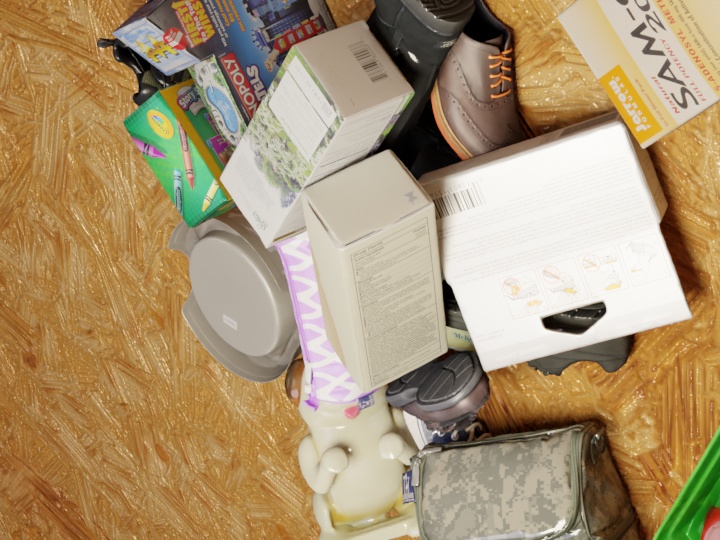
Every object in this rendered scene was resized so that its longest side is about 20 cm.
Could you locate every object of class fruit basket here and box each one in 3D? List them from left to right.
[{"bbox_3d":[0.316,0.227,1.345,0.155,0.215,0.217,40,140,21],"label":"fruit basket"}]

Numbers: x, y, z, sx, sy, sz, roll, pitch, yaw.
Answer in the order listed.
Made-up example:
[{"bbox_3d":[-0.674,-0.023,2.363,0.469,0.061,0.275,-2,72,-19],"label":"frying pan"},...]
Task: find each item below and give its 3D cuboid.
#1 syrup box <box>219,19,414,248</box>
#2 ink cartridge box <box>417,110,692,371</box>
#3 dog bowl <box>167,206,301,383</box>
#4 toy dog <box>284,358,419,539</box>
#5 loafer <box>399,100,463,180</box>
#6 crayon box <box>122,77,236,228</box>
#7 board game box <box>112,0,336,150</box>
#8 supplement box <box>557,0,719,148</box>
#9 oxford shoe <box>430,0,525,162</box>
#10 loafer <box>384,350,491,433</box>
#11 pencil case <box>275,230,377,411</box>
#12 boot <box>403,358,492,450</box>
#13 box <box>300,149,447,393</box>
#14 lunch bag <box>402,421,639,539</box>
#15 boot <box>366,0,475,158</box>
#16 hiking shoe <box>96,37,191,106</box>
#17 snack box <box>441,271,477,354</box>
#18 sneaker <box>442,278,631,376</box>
[{"bbox_3d":[-0.040,-0.112,1.411,0.079,0.081,0.200,55,145,15],"label":"syrup box"},{"bbox_3d":[0.163,-0.023,1.404,0.198,0.045,0.178,-16,106,27],"label":"ink cartridge box"},{"bbox_3d":[-0.124,0.021,1.819,0.199,0.058,0.202,29,135,34],"label":"dog bowl"},{"bbox_3d":[0.000,0.170,1.741,0.138,0.194,0.202,-13,112,6],"label":"toy dog"},{"bbox_3d":[0.071,-0.095,1.501,0.200,0.070,0.068,42,141,20],"label":"loafer"},{"bbox_3d":[-0.122,-0.129,1.587,0.058,0.200,0.119,-33,89,34],"label":"crayon box"},{"bbox_3d":[-0.118,-0.211,1.526,0.061,0.199,0.202,-13,106,51],"label":"board game box"},{"bbox_3d":[0.253,-0.192,1.220,0.127,0.073,0.200,57,144,2],"label":"supplement box"},{"bbox_3d":[0.101,-0.163,1.421,0.072,0.071,0.201,-21,98,49],"label":"oxford shoe"},{"bbox_3d":[0.084,0.118,1.536,0.063,0.072,0.200,46,166,-10],"label":"loafer"},{"bbox_3d":[-0.035,0.029,1.562,0.084,0.085,0.202,31,137,62],"label":"pencil case"},{"bbox_3d":[0.107,0.170,1.666,0.090,0.073,0.202,0,119,34],"label":"boot"},{"bbox_3d":[0.014,0.004,1.436,0.078,0.094,0.201,54,161,37],"label":"box"},{"bbox_3d":[0.151,0.234,1.564,0.198,0.139,0.170,-12,92,28],"label":"lunch bag"},{"bbox_3d":[0.008,-0.202,1.421,0.166,0.065,0.201,58,149,22],"label":"boot"},{"bbox_3d":[-0.182,-0.176,1.707,0.200,0.100,0.076,46,143,16],"label":"hiking shoe"},{"bbox_3d":[0.057,0.010,1.620,0.199,0.037,0.117,13,124,44],"label":"snack box"},{"bbox_3d":[0.149,0.052,1.494,0.198,0.076,0.091,9,131,29],"label":"sneaker"}]
